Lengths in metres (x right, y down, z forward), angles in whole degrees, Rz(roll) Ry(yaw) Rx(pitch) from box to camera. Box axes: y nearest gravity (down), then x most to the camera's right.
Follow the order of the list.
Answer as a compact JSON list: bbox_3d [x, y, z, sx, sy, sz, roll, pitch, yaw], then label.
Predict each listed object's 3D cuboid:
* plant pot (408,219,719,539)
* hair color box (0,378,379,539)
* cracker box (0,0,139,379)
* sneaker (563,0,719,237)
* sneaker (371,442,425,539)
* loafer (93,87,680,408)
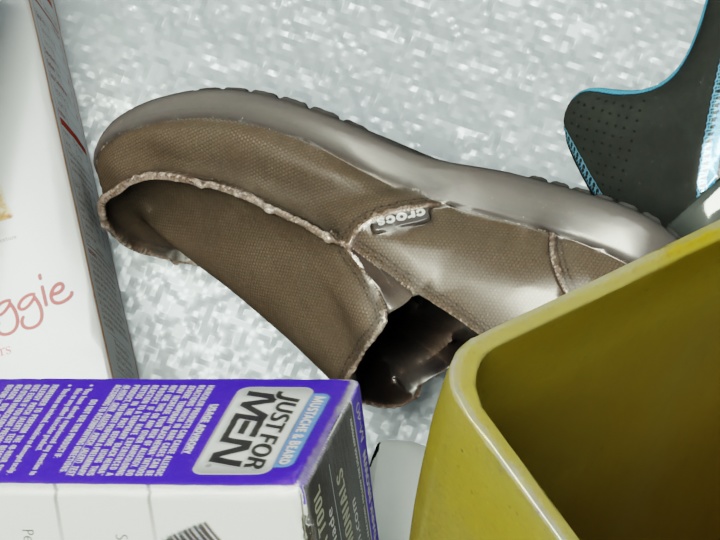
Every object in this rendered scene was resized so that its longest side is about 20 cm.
[{"bbox_3d":[0.122,0.107,0.721,0.199,0.177,0.200,-24,68,-31],"label":"plant pot"},{"bbox_3d":[-0.095,0.089,0.778,0.199,0.065,0.110,1,116,17],"label":"hair color box"},{"bbox_3d":[-0.147,0.001,0.919,0.133,0.058,0.201,-15,74,3],"label":"cracker box"},{"bbox_3d":[0.149,-0.081,0.888,0.200,0.073,0.082,-43,76,-4],"label":"sneaker"},{"bbox_3d":[0.070,0.149,0.844,0.145,0.081,0.201,2,66,-7],"label":"sneaker"},{"bbox_3d":[0.000,0.000,0.872,0.199,0.073,0.071,14,69,26],"label":"loafer"}]
